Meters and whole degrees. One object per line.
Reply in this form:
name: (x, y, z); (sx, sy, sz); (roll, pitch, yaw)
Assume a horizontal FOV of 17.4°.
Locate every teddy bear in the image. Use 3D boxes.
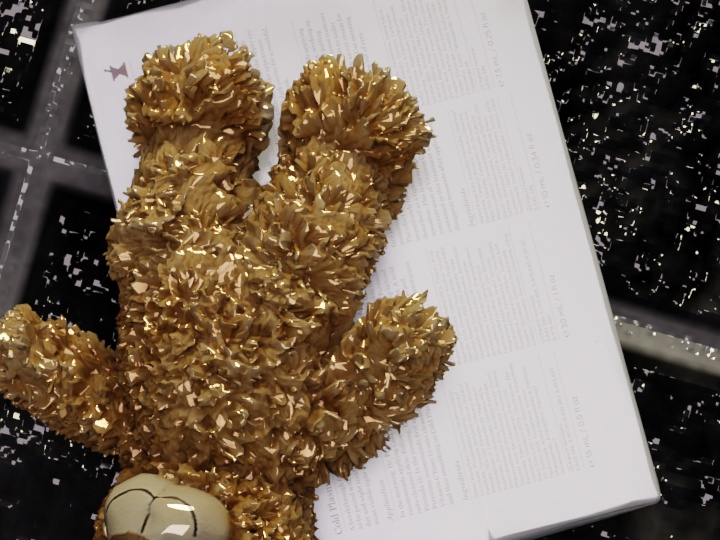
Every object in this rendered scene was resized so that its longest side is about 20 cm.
teddy bear: (-0.042, 0.023, 0.723); (0.144, 0.067, 0.201); (27, 83, 6)

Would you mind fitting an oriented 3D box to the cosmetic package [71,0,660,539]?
cosmetic package: (0.000, 0.000, 0.784); (0.149, 0.052, 0.202); (-13, 83, -5)
